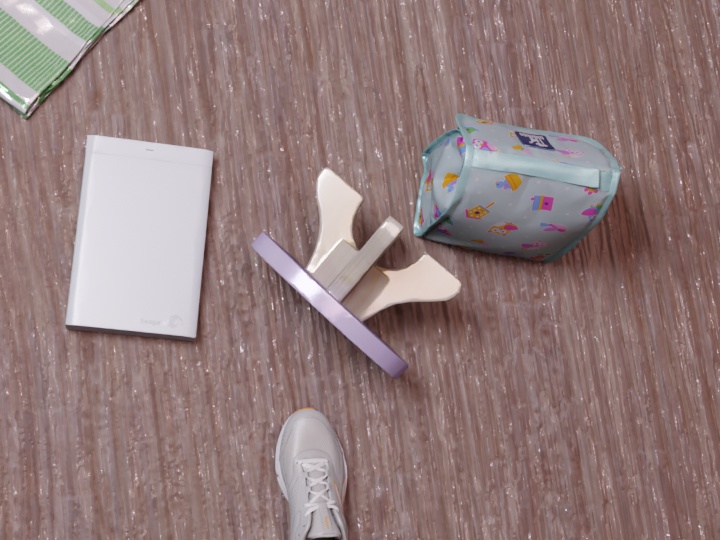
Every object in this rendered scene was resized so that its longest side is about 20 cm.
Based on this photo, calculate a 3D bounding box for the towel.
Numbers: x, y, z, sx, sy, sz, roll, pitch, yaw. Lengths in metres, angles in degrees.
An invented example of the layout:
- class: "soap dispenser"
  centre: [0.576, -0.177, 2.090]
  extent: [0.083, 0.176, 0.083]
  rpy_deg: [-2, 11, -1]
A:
- class: "towel"
  centre: [-0.342, -0.277, 1.393]
  extent: [0.152, 0.023, 0.200]
  rpy_deg: [38, 73, -2]

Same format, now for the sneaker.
- class: "sneaker"
  centre: [-0.040, 0.235, 1.318]
  extent: [0.076, 0.092, 0.200]
  rpy_deg: [-2, 79, -14]

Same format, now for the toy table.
- class: "toy table"
  centre: [0.000, 0.000, 1.346]
  extent: [0.200, 0.184, 0.117]
  rpy_deg: [42, 90, -10]

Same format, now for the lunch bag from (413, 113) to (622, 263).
- class: "lunch bag"
  centre: [0.159, -0.088, 1.375]
  extent: [0.170, 0.200, 0.122]
  rpy_deg: [10, 77, -10]

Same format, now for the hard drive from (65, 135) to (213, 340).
- class: "hard drive"
  centre: [-0.226, -0.034, 1.367]
  extent: [0.132, 0.026, 0.200]
  rpy_deg: [6, 76, -11]
